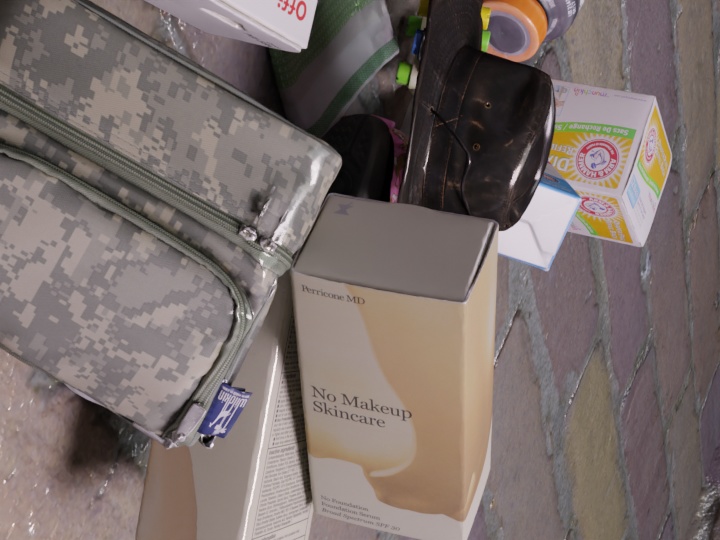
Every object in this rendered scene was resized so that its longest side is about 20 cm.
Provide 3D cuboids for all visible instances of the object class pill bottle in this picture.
[{"bbox_3d":[0.170,-0.287,1.247,0.201,0.105,0.107,-60,150,-30],"label":"pill bottle"}]

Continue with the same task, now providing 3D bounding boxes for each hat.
[{"bbox_3d":[0.087,-0.089,0.894,0.200,0.080,0.204,9,90,-71],"label":"hat"}]

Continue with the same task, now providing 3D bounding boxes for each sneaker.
[{"bbox_3d":[0.000,0.000,0.912,0.113,0.076,0.203,18,79,-47],"label":"sneaker"}]

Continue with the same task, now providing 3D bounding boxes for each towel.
[{"bbox_3d":[-0.024,-0.209,0.977,0.150,0.030,0.202,-56,147,-38],"label":"towel"}]

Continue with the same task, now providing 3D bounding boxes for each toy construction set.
[{"bbox_3d":[0.073,-0.224,1.080,0.132,0.091,0.203,-75,163,-57],"label":"toy construction set"}]

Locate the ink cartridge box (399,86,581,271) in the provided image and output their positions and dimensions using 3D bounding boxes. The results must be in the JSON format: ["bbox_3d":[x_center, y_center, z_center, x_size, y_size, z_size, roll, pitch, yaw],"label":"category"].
[{"bbox_3d":[0.093,-0.081,1.103,0.200,0.114,0.069,-111,-139,-66],"label":"ink cartridge box"}]

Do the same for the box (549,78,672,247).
[{"bbox_3d":[0.176,-0.107,1.239,0.103,0.197,0.113,-68,153,-16],"label":"box"}]

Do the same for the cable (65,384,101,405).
[{"bbox_3d":[-0.122,-0.010,0.831,0.200,0.068,0.203,37,68,-62],"label":"cable"}]

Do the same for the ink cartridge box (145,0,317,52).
[{"bbox_3d":[-0.074,-0.250,0.792,0.146,0.082,0.203,16,87,-64],"label":"ink cartridge box"}]

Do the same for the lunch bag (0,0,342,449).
[{"bbox_3d":[-0.125,-0.025,0.664,0.169,0.198,0.139,-61,-170,-3],"label":"lunch bag"}]

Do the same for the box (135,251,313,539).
[{"bbox_3d":[-0.067,0.071,0.811,0.095,0.077,0.203,3,98,-65],"label":"box"}]

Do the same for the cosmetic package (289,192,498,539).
[{"bbox_3d":[0.022,0.062,0.771,0.071,0.104,0.202,-64,157,-45],"label":"cosmetic package"}]

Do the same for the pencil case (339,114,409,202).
[{"bbox_3d":[-0.029,-0.031,0.999,0.083,0.086,0.201,47,52,-17],"label":"pencil case"}]
